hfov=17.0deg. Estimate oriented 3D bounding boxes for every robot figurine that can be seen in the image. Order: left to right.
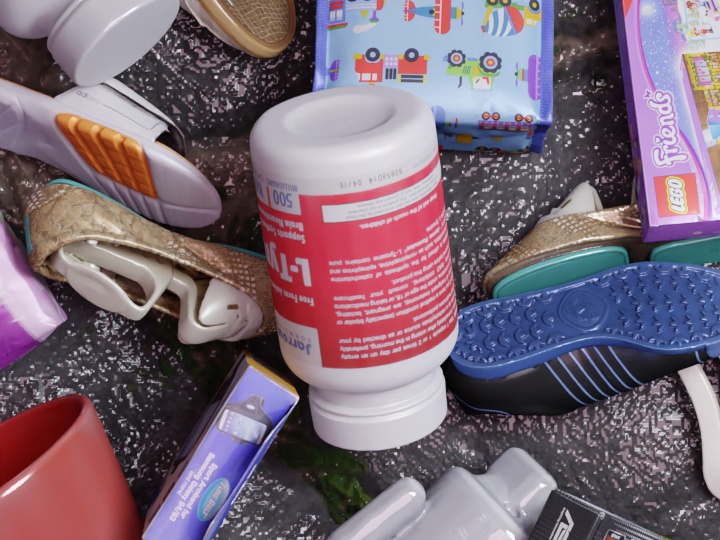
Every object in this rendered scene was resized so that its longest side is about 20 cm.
[{"bbox_3d":[0.053,0.204,1.506,0.200,0.113,0.170,-45,108,-1],"label":"robot figurine"}]

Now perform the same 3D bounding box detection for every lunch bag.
[{"bbox_3d":[0.048,-0.183,1.525,0.149,0.094,0.202,3,81,0],"label":"lunch bag"}]

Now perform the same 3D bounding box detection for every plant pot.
[{"bbox_3d":[-0.203,0.202,1.467,0.200,0.200,0.178,-31,101,-2],"label":"plant pot"}]

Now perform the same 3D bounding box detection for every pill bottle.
[{"bbox_3d":[-0.202,-0.214,1.477,0.111,0.111,0.200,-39,79,-2],"label":"pill bottle"},{"bbox_3d":[0.000,0.000,1.449,0.111,0.112,0.201,-9,114,-2],"label":"pill bottle"}]

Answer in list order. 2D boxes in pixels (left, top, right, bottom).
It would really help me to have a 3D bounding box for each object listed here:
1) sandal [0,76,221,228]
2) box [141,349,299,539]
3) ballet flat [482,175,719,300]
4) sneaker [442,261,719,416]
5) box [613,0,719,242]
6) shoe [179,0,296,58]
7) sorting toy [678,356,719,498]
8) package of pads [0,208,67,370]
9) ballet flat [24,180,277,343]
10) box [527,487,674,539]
[{"bbox_3d":[-0.172,-0.097,1.516,0.205,0.079,0.059,25,61,9],"label":"sandal"},{"bbox_3d":[-0.085,0.111,1.457,0.041,0.200,0.120,32,89,-2],"label":"box"},{"bbox_3d":[0.170,-0.028,1.544,0.198,0.071,0.066,-11,65,-5],"label":"ballet flat"},{"bbox_3d":[0.150,0.048,1.528,0.198,0.078,0.071,-7,56,1],"label":"sneaker"},{"bbox_3d":[0.234,-0.123,1.513,0.136,0.039,0.202,-4,75,-1],"label":"box"},{"bbox_3d":[-0.113,-0.217,1.534,0.070,0.053,0.201,-40,97,-34],"label":"shoe"},{"bbox_3d":[0.292,0.067,1.538,0.179,0.107,0.201,-18,91,17],"label":"sorting toy"},{"bbox_3d":[-0.284,-0.019,1.509,0.120,0.076,0.201,-31,94,1],"label":"package of pads"},{"bbox_3d":[-0.119,0.010,1.500,0.199,0.071,0.066,20,50,-13],"label":"ballet flat"},{"bbox_3d":[0.156,0.237,1.486,0.199,0.044,0.161,28,87,-45],"label":"box"}]
